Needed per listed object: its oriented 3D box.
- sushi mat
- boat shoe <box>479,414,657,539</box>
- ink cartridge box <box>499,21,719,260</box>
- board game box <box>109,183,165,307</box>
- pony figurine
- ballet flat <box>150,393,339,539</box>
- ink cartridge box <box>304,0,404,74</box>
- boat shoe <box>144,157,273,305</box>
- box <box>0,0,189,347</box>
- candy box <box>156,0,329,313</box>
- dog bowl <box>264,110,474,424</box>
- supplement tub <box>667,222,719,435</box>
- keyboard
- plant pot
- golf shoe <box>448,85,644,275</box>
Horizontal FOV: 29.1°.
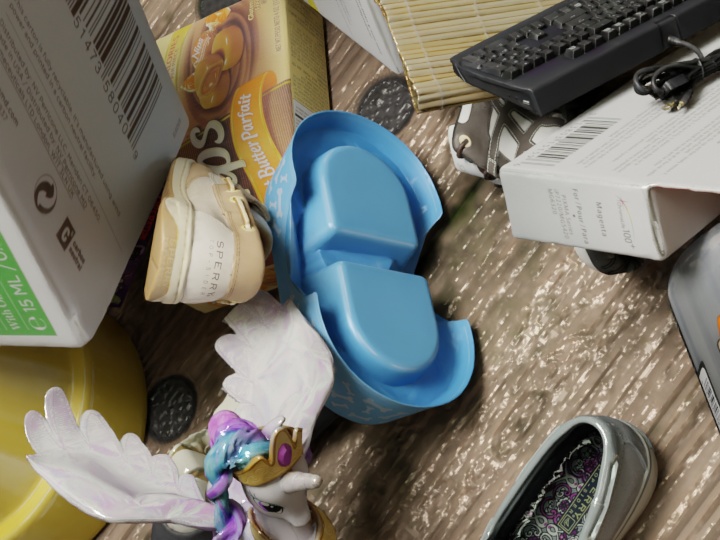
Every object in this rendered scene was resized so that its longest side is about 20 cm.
[{"bbox_3d":[0.104,-0.145,0.779,0.096,0.199,0.012,68,156,20],"label":"sushi mat"},{"bbox_3d":[0.080,0.160,0.723,0.070,0.071,0.201,32,91,38],"label":"boat shoe"},{"bbox_3d":[0.195,-0.067,0.672,0.200,0.044,0.173,-34,30,-34],"label":"ink cartridge box"},{"bbox_3d":[-0.182,-0.088,0.991,0.120,0.032,0.200,-55,41,39],"label":"board game box"},{"bbox_3d":[-0.056,0.118,0.723,0.166,0.200,0.193,-33,40,-21],"label":"pony figurine"},{"bbox_3d":[-0.078,0.109,0.856,0.200,0.073,0.073,-47,52,9],"label":"ballet flat"},{"bbox_3d":[0.024,-0.224,0.867,0.145,0.084,0.200,-33,39,-8],"label":"ink cartridge box"},{"bbox_3d":[-0.086,-0.018,0.812,0.200,0.069,0.074,-107,29,-73],"label":"boat shoe"},{"bbox_3d":[-0.228,-0.093,0.785,0.171,0.199,0.200,0,46,19],"label":"box"},{"bbox_3d":[-0.080,-0.084,0.946,0.115,0.055,0.201,-19,61,27],"label":"candy box"},{"bbox_3d":[0.000,0.000,0.826,0.050,0.111,0.201,-40,51,42],"label":"dog bowl"},{"bbox_3d":[0.227,0.070,0.630,0.122,0.122,0.201,-29,57,21],"label":"supplement tub"},{"bbox_3d":[0.154,-0.130,0.730,0.200,0.021,0.127,-30,41,-28],"label":"keyboard"},{"bbox_3d":[-0.277,0.089,0.923,0.200,0.189,0.202,-13,65,29],"label":"plant pot"},{"bbox_3d":[0.104,-0.064,0.806,0.094,0.078,0.200,-33,45,22],"label":"golf shoe"}]
